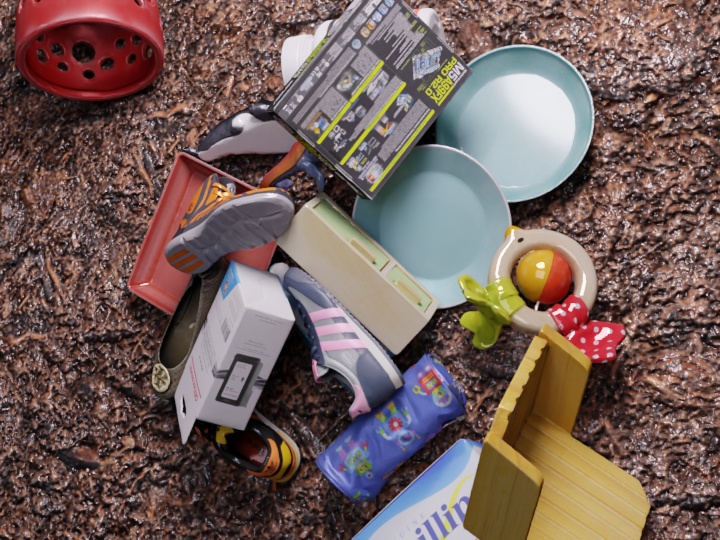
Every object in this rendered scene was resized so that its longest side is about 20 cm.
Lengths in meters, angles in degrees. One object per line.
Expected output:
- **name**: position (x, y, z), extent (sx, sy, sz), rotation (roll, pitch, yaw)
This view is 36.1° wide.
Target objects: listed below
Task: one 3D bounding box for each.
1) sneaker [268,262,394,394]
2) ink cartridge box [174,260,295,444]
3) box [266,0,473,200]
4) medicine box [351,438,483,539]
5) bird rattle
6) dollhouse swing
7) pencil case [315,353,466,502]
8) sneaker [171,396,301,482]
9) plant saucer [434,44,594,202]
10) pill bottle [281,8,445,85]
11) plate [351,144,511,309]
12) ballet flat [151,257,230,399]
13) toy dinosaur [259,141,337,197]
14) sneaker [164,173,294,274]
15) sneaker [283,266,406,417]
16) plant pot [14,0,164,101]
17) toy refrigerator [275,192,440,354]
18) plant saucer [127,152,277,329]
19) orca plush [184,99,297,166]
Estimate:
- **sneaker**: position (-0.040, 0.060, 1.382), extent (0.081, 0.077, 0.200), rotation (-39, 70, -9)
- **ink cartridge box**: position (-0.156, 0.107, 1.337), extent (0.202, 0.067, 0.116), rotation (-64, 25, 20)
- **box**: position (0.012, -0.210, 1.294), extent (0.160, 0.044, 0.201), rotation (40, 84, -18)
- **medicine box**: position (0.123, 0.325, 1.243), extent (0.182, 0.103, 0.200), rotation (-43, 69, 6)
- **bird rattle**: position (0.212, 0.030, 1.275), extent (0.198, 0.113, 0.165), rotation (13, 71, 14)
- **dollhouse swing**: position (0.226, 0.202, 1.154), extent (0.174, 0.200, 0.183), rotation (21, 129, 16)
- **pencil case**: position (0.042, 0.191, 1.315), extent (0.200, 0.078, 0.087), rotation (-43, 79, 6)
- **sneaker**: position (-0.167, 0.192, 1.380), extent (0.199, 0.090, 0.070), rotation (31, 89, 23)
- **plant saucer**: position (0.191, -0.177, 1.368), extent (0.197, 0.036, 0.203), rotation (-4, 77, 18)
- **pill bottle**: position (0.004, -0.267, 1.412), extent (0.197, 0.111, 0.113), rotation (-3, 77, 19)
- **plate**: position (0.087, -0.053, 1.355), extent (0.197, 0.026, 0.203), rotation (2, 100, 13)
- **ballet flat**: position (-0.223, 0.071, 1.407), extent (0.067, 0.046, 0.202), rotation (31, 99, 31)
- **toy dinosaur**: position (-0.053, -0.160, 1.395), extent (0.179, 0.105, 0.202), rotation (-12, 103, 13)
- **sneaker**: position (-0.156, -0.080, 1.343), extent (0.198, 0.078, 0.113), rotation (-20, 42, 32)
- **sneaker**: position (-0.040, 0.082, 1.295), extent (0.082, 0.070, 0.200), rotation (-41, 68, -8)
- **plant pot**: position (-0.376, -0.360, 1.525), extent (0.198, 0.200, 0.185), rotation (-17, 65, 15)
- **toy refrigerator**: position (0.000, 0.000, 1.330), extent (0.200, 0.076, 0.070), rotation (44, 112, 1)
- **plant saucer**: position (-0.194, -0.026, 1.449), extent (0.199, 0.037, 0.202), rotation (26, 98, 27)
- **orca plush**: position (-0.133, -0.190, 1.472), extent (0.199, 0.105, 0.072), rotation (-23, 42, 30)
